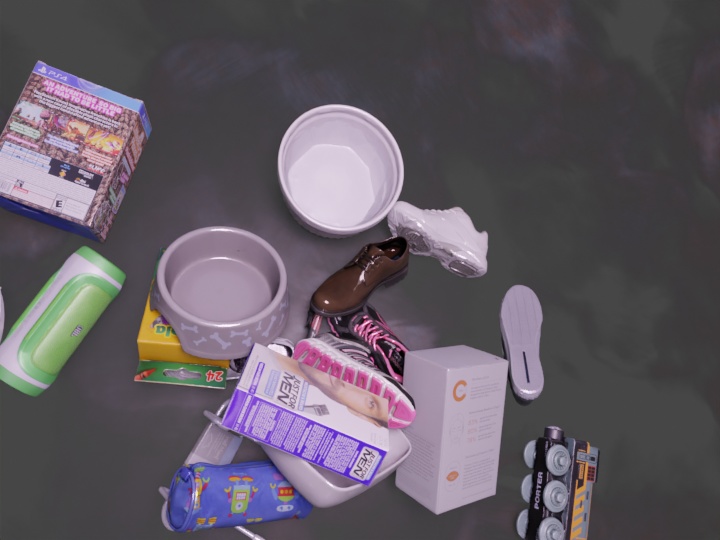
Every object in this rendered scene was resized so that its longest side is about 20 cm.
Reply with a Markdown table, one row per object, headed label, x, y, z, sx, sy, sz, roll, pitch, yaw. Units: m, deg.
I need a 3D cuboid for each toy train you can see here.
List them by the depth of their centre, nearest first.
| label | x | y | z | sx | sy | sz | roll | pitch | yaw |
| --- | --- | --- | --- | --- | --- | --- | --- | --- | --- |
| toy train | 0.315 | 0.354 | 0.940 | 0.112 | 0.085 | 0.205 | 15 | 76 | -18 |

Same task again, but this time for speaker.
| label | x | y | z | sx | sy | sz | roll | pitch | yaw |
| --- | --- | --- | --- | --- | --- | --- | --- | --- | --- |
| speaker | -0.419 | 0.068 | 0.834 | 0.088 | 0.088 | 0.202 | 33 | 74 | -4 |

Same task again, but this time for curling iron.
| label | x | y | z | sx | sy | sz | roll | pitch | yaw |
| --- | --- | --- | --- | --- | --- | --- | --- | --- | --- |
| curling iron | -0.086 | 0.139 | 0.917 | 0.025 | 0.050 | 0.205 | 15 | 81 | -7 |

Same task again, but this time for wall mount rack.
| label | x | y | z | sx | sy | sz | roll | pitch | yaw |
| --- | --- | --- | --- | --- | --- | --- | --- | --- | --- |
| wall mount rack | -0.182 | 0.294 | 0.850 | 0.173 | 0.074 | 0.203 | 41 | 71 | -37 |

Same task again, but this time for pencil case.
| label | x | y | z | sx | sy | sz | roll | pitch | yaw |
| --- | --- | --- | --- | --- | --- | --- | --- | --- | --- |
| pencil case | -0.151 | 0.289 | 0.783 | 0.197 | 0.077 | 0.089 | 11 | 86 | -38 |

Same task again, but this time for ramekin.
| label | x | y | z | sx | sy | sz | roll | pitch | yaw |
| --- | --- | --- | --- | --- | --- | --- | --- | --- | --- |
| ramekin | -0.037 | -0.147 | 0.951 | 0.195 | 0.105 | 0.205 | 2 | 78 | -11 |

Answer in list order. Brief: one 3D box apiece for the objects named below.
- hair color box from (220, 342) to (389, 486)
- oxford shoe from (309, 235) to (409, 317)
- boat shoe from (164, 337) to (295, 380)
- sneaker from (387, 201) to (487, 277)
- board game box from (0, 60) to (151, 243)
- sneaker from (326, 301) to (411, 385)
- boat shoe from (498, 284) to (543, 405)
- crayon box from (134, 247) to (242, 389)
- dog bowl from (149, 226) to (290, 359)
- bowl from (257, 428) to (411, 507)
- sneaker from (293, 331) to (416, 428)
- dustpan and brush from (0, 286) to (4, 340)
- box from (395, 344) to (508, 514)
| label | x | y | z | sx | sy | sz | roll | pitch | yaw |
| --- | --- | --- | --- | --- | --- | --- | --- | --- | --- |
| hair color box | -0.063 | 0.177 | 0.748 | 0.197 | 0.110 | 0.066 | 26 | 110 | -8 |
| oxford shoe | 0.000 | 0.000 | 0.913 | 0.072 | 0.085 | 0.199 | 37 | 51 | 25 |
| boat shoe | -0.190 | 0.131 | 0.879 | 0.195 | 0.069 | 0.074 | 3 | 78 | -12 |
| sneaker | 0.131 | -0.070 | 0.990 | 0.198 | 0.078 | 0.101 | 29 | 62 | -21 |
| board game box | -0.423 | -0.169 | 0.875 | 0.156 | 0.097 | 0.204 | 20 | 75 | -8 |
| sneaker | 0.028 | 0.109 | 0.919 | 0.200 | 0.095 | 0.079 | 46 | 75 | 1 |
| boat shoe | 0.258 | 0.122 | 0.980 | 0.070 | 0.071 | 0.204 | 7 | 57 | 3 |
| crayon box | -0.238 | 0.063 | 0.846 | 0.124 | 0.051 | 0.203 | 6 | 49 | -11 |
| dog bowl | -0.190 | 0.022 | 0.822 | 0.195 | 0.059 | 0.203 | 8 | 48 | -9 |
| bowl | -0.051 | 0.231 | 0.824 | 0.199 | 0.198 | 0.076 | 41 | 115 | 27 |
| sneaker | 0.002 | 0.148 | 0.866 | 0.197 | 0.075 | 0.087 | 28 | 29 | 17 |
| dustpan and brush | -0.541 | 0.129 | 0.800 | 0.137 | 0.057 | 0.204 | -17 | 83 | -7 |
| box | 0.131 | 0.223 | 0.866 | 0.122 | 0.097 | 0.205 | 0 | 98 | -36 |
